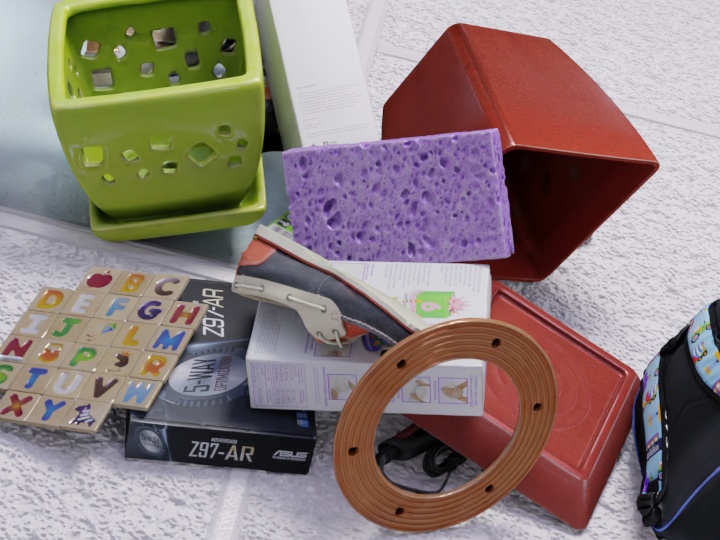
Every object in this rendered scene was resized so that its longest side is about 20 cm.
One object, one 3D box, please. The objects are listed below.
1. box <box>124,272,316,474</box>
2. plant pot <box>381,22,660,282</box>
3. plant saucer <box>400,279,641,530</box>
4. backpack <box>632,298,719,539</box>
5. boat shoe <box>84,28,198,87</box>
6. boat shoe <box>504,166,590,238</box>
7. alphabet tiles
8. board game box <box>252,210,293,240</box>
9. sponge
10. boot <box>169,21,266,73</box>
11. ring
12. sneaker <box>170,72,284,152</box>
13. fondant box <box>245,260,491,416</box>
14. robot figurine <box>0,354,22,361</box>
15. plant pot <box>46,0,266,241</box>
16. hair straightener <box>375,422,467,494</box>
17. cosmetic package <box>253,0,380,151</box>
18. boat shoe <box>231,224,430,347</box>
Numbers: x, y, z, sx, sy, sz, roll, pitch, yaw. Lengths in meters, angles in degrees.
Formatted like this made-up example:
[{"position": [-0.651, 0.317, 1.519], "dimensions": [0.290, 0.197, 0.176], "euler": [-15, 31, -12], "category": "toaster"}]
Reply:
[{"position": [-0.123, 0.087, 1.572], "dimensions": [0.158, 0.044, 0.201], "euler": [7, 37, -10], "category": "box"}, {"position": [0.129, -0.121, 1.729], "dimensions": [0.198, 0.200, 0.178], "euler": [3, 54, -37], "category": "plant pot"}, {"position": [0.150, 0.104, 1.593], "dimensions": [0.199, 0.037, 0.200], "euler": [34, 43, 2], "category": "plant saucer"}, {"position": [0.320, 0.130, 1.546], "dimensions": [0.134, 0.183, 0.201], "euler": [29, 29, -19], "category": "backpack"}, {"position": [-0.220, -0.239, 1.912], "dimensions": [0.074, 0.069, 0.200], "euler": [-1, 11, 25], "category": "boat shoe"}, {"position": [0.153, -0.085, 1.872], "dimensions": [0.198, 0.067, 0.072], "euler": [13, 36, -1], "category": "boat shoe"}, {"position": [-0.229, 0.064, 1.543], "dimensions": [0.164, 0.006, 0.201], "euler": [5, 40, 20], "category": "alphabet tiles"}, {"position": [0.000, 0.000, 1.743], "dimensions": [0.199, 0.030, 0.095], "euler": [27, 39, 22], "category": "board game box"}, {"position": [0.032, -0.060, 1.594], "dimensions": [0.198, 0.113, 0.030], "euler": [-4, 7, 20], "category": "sponge"}, {"position": [-0.132, -0.239, 1.908], "dimensions": [0.150, 0.073, 0.200], "euler": [43, 7, -26], "category": "boot"}, {"position": [0.068, 0.124, 1.455], "dimensions": [0.198, 0.202, 0.019], "euler": [-3, 29, -22], "category": "ring"}, {"position": [-0.148, -0.150, 1.860], "dimensions": [0.197, 0.070, 0.091], "euler": [-3, 70, 0], "category": "sneaker"}, {"position": [0.010, 0.055, 1.536], "dimensions": [0.197, 0.059, 0.145], "euler": [1, 36, 7], "category": "fondant box"}, {"position": [-0.377, 0.075, 1.445], "dimensions": [0.198, 0.114, 0.170], "euler": [-12, 44, -30], "category": "robot figurine"}, {"position": [-0.186, -0.146, 1.723], "dimensions": [0.196, 0.183, 0.201], "euler": [-8, 39, -2], "category": "plant pot"}, {"position": [0.086, 0.142, 1.566], "dimensions": [0.077, 0.041, 0.199], "euler": [35, 35, 26], "category": "hair straightener"}, {"position": [-0.046, -0.193, 1.798], "dimensions": [0.084, 0.108, 0.202], "euler": [-10, 78, -11], "category": "cosmetic package"}, {"position": [-0.025, 0.028, 1.478], "dimensions": [0.199, 0.063, 0.071], "euler": [29, -1, 33], "category": "boat shoe"}]
